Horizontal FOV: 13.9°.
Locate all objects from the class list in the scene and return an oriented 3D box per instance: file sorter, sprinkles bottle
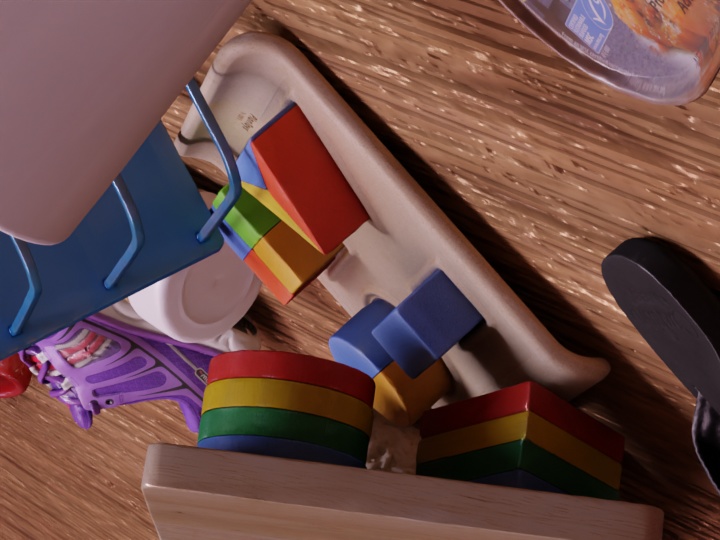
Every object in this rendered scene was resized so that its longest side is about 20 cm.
[{"bbox_3d":[-0.165,-0.038,1.213,0.139,0.200,0.123,62,164,4],"label":"file sorter"},{"bbox_3d":[-0.132,-0.036,1.437,0.200,0.068,0.068,32,160,39],"label":"sprinkles bottle"}]

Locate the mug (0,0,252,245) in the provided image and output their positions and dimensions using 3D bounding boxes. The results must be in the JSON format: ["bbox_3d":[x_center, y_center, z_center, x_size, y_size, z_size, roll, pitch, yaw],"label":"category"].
[{"bbox_3d":[-0.104,-0.126,0.963,0.149,0.153,0.187,32,-160,-52],"label":"mug"}]

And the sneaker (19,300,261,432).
[{"bbox_3d":[-0.147,0.033,1.477,0.199,0.084,0.081,20,-169,-20],"label":"sneaker"}]

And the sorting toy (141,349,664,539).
[{"bbox_3d":[0.020,0.089,1.221,0.199,0.070,0.199,7,164,3],"label":"sorting toy"}]

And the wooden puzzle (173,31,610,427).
[{"bbox_3d":[0.000,0.000,1.239,0.200,0.046,0.185,44,164,1],"label":"wooden puzzle"}]

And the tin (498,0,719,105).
[{"bbox_3d":[0.071,-0.112,0.796,0.112,0.042,0.200,39,164,5],"label":"tin"}]

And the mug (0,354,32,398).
[{"bbox_3d":[-0.325,0.061,2.060,0.177,0.133,0.200,43,168,10],"label":"mug"}]

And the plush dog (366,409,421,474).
[{"bbox_3d":[0.033,0.138,1.406,0.171,0.161,0.200,29,-168,1],"label":"plush dog"}]

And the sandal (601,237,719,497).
[{"bbox_3d":[0.147,0.074,1.063,0.200,0.045,0.075,48,164,-12],"label":"sandal"}]
